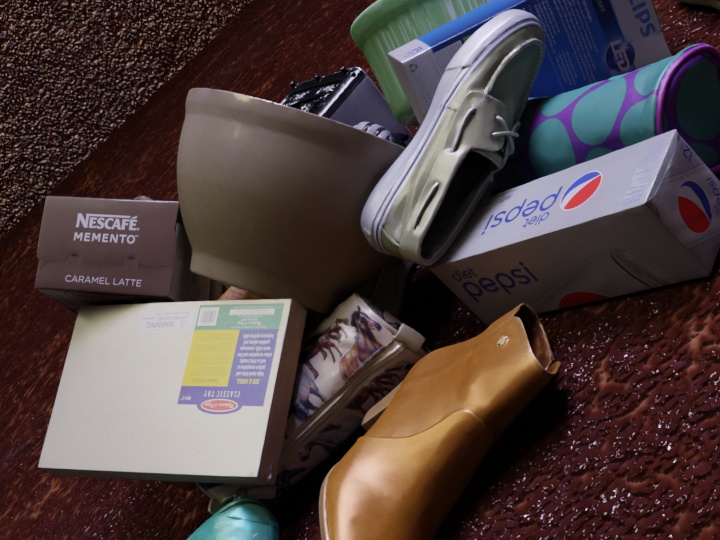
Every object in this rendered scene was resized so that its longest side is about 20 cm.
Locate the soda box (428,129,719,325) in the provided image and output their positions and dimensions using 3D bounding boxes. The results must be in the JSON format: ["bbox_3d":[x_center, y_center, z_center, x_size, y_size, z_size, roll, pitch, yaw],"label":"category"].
[{"bbox_3d":[0.139,-0.021,0.762,0.200,0.068,0.064,-17,36,52],"label":"soda box"}]

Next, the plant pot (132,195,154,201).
[{"bbox_3d":[-0.199,0.024,1.188,0.200,0.174,0.200,-40,20,18],"label":"plant pot"}]

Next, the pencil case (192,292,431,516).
[{"bbox_3d":[-0.037,0.103,0.858,0.200,0.078,0.089,-45,26,4],"label":"pencil case"}]

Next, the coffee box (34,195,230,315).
[{"bbox_3d":[-0.183,0.006,0.993,0.200,0.114,0.080,67,-153,-74],"label":"coffee box"}]

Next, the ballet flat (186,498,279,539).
[{"bbox_3d":[-0.133,0.238,0.814,0.200,0.067,0.070,-41,35,20],"label":"ballet flat"}]

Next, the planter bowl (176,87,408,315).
[{"bbox_3d":[-0.055,-0.043,0.898,0.200,0.200,0.135,14,87,67],"label":"planter bowl"}]

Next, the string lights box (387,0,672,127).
[{"bbox_3d":[0.135,-0.168,0.924,0.200,0.103,0.059,-27,20,-2],"label":"string lights box"}]

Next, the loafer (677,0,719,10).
[{"bbox_3d":[0.285,-0.243,0.899,0.076,0.067,0.200,-47,20,-3],"label":"loafer"}]

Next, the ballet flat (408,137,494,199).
[{"bbox_3d":[0.080,-0.089,1.011,0.073,0.073,0.200,-41,18,13],"label":"ballet flat"}]

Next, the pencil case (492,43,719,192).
[{"bbox_3d":[0.174,-0.094,0.808,0.092,0.085,0.200,-32,12,-25],"label":"pencil case"}]

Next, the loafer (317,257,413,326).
[{"bbox_3d":[0.000,0.000,0.993,0.076,0.068,0.200,-27,27,41],"label":"loafer"}]

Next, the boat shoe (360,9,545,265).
[{"bbox_3d":[0.079,-0.090,0.820,0.062,0.072,0.200,32,89,39],"label":"boat shoe"}]

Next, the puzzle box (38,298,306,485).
[{"bbox_3d":[-0.140,0.089,0.857,0.200,0.025,0.133,-2,65,28],"label":"puzzle box"}]

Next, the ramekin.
[{"bbox_3d":[0.100,-0.206,1.041,0.200,0.098,0.200,-21,-2,-1],"label":"ramekin"}]

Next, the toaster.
[{"bbox_3d":[-0.059,-0.107,1.241,0.200,0.119,0.181,-51,20,-16],"label":"toaster"}]

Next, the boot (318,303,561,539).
[{"bbox_3d":[0.053,0.099,0.695,0.144,0.071,0.201,-39,16,25],"label":"boot"}]

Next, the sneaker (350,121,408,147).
[{"bbox_3d":[-0.008,-0.042,1.104,0.200,0.074,0.087,-61,-22,15],"label":"sneaker"}]

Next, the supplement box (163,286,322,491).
[{"bbox_3d":[-0.110,0.081,0.953,0.069,0.067,0.200,15,48,29],"label":"supplement box"}]
